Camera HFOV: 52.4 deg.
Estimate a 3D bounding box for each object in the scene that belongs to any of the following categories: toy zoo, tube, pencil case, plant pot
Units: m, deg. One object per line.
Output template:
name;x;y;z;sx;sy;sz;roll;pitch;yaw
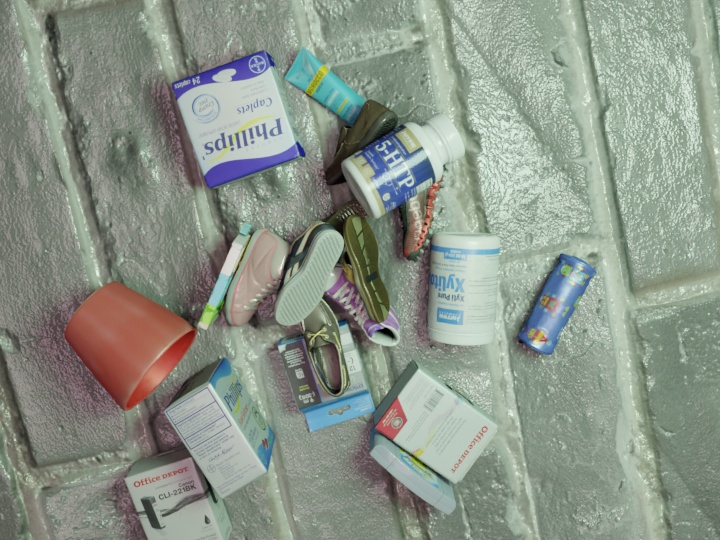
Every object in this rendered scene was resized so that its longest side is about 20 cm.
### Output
toy zoo;-0.247;0.005;1.371;0.020;0.131;0.201;24;96;-4
tube;-0.046;-0.328;1.370;0.200;0.050;0.078;37;123;-4
pencil case;0.380;0.068;1.418;0.078;0.087;0.201;30;97;32
plant pot;-0.436;0.129;1.364;0.177;0.200;0.201;39;96;3

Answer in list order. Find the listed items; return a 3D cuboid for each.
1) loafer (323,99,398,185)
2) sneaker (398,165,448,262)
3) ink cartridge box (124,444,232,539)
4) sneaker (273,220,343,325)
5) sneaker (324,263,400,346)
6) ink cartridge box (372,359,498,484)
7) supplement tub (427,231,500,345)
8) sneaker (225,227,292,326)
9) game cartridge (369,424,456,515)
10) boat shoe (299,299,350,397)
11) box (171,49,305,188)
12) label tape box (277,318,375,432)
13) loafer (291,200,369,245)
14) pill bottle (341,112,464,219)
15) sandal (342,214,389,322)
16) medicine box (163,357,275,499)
loafer;-0.007;-0.236;1.351;0.200;0.073;0.071;-46;72;35
sneaker;0.099;-0.120;1.391;0.097;0.071;0.202;12;95;-3
ink cartridge box;-0.360;0.463;1.455;0.143;0.084;0.201;-18;97;2
sneaker;-0.099;0.003;1.331;0.078;0.079;0.201;23;106;-33
sneaker;0.002;0.067;1.372;0.200;0.114;0.073;36;106;-17
ink cartridge box;0.145;0.297;1.440;0.200;0.083;0.146;36;93;-6
supplement tub;0.194;0.030;1.383;0.131;0.132;0.201;1;97;-1
sneaker;-0.181;0.030;1.384;0.104;0.075;0.201;26;101;23
game cartridge;0.103;0.387;1.429;0.200;0.133;0.041;39;102;-6
boat shoe;-0.069;0.138;1.363;0.071;0.060;0.201;-17;91;3
box;-0.220;-0.274;1.346;0.183;0.105;0.201;-19;98;2
label tape box;-0.064;0.213;1.436;0.142;0.066;0.201;-17;96;1
loafer;-0.058;-0.063;1.400;0.199;0.067;0.076;-34;94;19
pill bottle;0.078;-0.191;1.297;0.199;0.120;0.120;-32;97;-5
sandal;0.000;0.000;1.326;0.054;0.080;0.201;-12;95;36
medicine box;-0.259;0.292;1.384;0.103;0.182;0.201;-30;98;2
